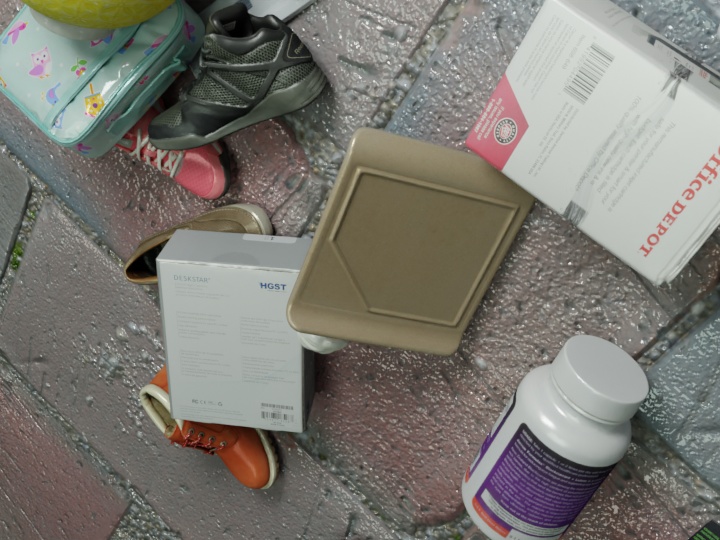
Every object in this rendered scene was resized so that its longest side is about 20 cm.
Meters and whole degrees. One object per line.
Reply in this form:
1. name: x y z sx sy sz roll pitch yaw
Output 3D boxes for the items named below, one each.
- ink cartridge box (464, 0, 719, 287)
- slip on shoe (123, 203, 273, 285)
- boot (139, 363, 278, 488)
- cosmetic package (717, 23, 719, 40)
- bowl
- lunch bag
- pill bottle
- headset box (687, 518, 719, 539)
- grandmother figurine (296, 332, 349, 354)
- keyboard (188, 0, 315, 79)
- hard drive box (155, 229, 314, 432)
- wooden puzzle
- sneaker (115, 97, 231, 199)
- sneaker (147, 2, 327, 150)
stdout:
1. ink cartridge box: 0.207 -0.108 0.712 0.200 0.085 0.146 39 127 13
2. slip on shoe: -0.186 -0.024 1.011 0.198 0.061 0.077 -8 107 33
3. boot: -0.184 0.198 1.089 0.075 0.107 0.201 -36 92 36
4. cosmetic package: 0.327 -0.207 0.516 0.165 0.200 0.169 23 123 21
5. bowl: -0.247 -0.272 0.797 0.200 0.200 0.108 38 131 11
6. lunch bag: -0.260 -0.224 0.901 0.160 0.077 0.200 43 93 17
7. pill bottle: 0.181 0.159 0.836 0.111 0.111 0.201 34 126 14
8. headset box: 0.320 0.352 0.801 0.200 0.093 0.175 -39 88 1
9. grandmother figurine: 0.000 0.000 0.880 0.201 0.121 0.061 -58 35 22
10. keyboard: -0.112 -0.255 0.892 0.199 0.011 0.057 -23 93 37
11. hard drive box: -0.129 0.066 0.976 0.154 0.077 0.202 5 118 6
12. wooden puzzle: 0.043 -0.021 0.819 0.183 0.037 0.201 11 118 -22
13. sneaker: -0.228 -0.139 0.969 0.200 0.087 0.074 42 128 9
14. sneaker: -0.141 -0.190 0.874 0.198 0.077 0.115 -16 122 28
